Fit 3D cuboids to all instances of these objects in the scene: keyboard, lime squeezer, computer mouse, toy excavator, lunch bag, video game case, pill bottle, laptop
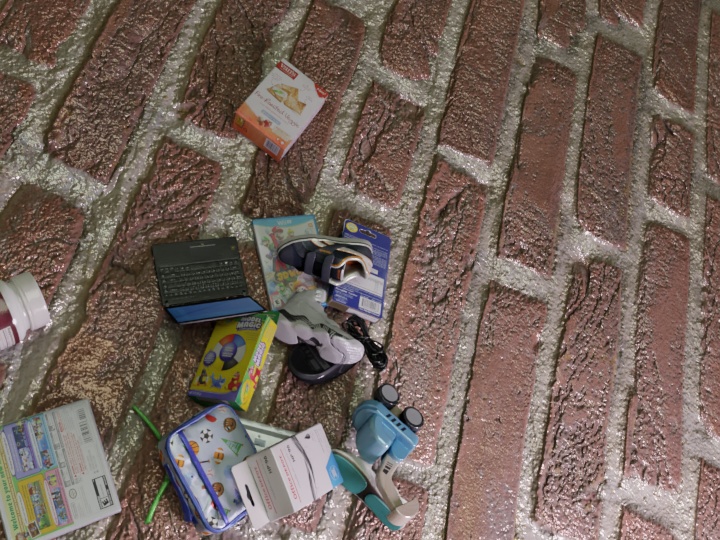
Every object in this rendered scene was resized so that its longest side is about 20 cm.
[{"bbox_3d":[-0.186,0.312,1.492,0.196,0.011,0.058,18,66,-14],"label":"keyboard"},{"bbox_3d":[-0.352,0.330,1.405,0.069,0.038,0.205,-15,71,6],"label":"lime squeezer"},{"bbox_3d":[-0.054,0.174,1.577,0.196,0.053,0.139,-17,53,-28],"label":"computer mouse"},{"bbox_3d":[0.048,0.343,1.486,0.194,0.100,0.200,42,39,3],"label":"toy excavator"},{"bbox_3d":[-0.252,0.347,1.387,0.159,0.075,0.203,-28,88,-40],"label":"lunch bag"},{"bbox_3d":[-0.138,-0.017,1.658,0.140,0.018,0.204,-6,69,-24],"label":"video game case"},{"bbox_3d":[-0.514,0.336,1.335,0.179,0.022,0.204,-15,74,-28],"label":"video game case"},{"bbox_3d":[-0.634,0.085,1.347,0.197,0.114,0.116,-27,78,-30],"label":"pill bottle"},{"bbox_3d":[-0.290,0.014,1.530,0.173,0.103,0.204,-6,69,-25],"label":"laptop"}]

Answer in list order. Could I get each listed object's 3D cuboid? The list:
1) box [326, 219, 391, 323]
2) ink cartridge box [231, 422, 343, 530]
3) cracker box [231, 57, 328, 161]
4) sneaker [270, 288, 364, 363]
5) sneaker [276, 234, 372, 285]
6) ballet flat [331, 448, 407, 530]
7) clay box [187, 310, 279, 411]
[{"bbox_3d":[0.000,0.000,1.691,0.119,0.032,0.204,21,57,-19],"label":"box"},{"bbox_3d":[-0.124,0.356,1.402,0.199,0.067,0.118,-13,77,-59],"label":"ink cartridge box"},{"bbox_3d":[-0.176,-0.357,1.778,0.133,0.058,0.202,35,58,-4],"label":"cracker box"},{"bbox_3d":[-0.071,0.100,1.552,0.196,0.076,0.116,18,45,15],"label":"sneaker"},{"bbox_3d":[-0.071,-0.021,1.610,0.194,0.079,0.081,0,52,-4],"label":"sneaker"},{"bbox_3d":[0.016,0.399,1.510,0.200,0.069,0.070,46,58,-2],"label":"ballet flat"},{"bbox_3d":[-0.230,0.152,1.484,0.112,0.048,0.204,1,59,28],"label":"clay box"}]
